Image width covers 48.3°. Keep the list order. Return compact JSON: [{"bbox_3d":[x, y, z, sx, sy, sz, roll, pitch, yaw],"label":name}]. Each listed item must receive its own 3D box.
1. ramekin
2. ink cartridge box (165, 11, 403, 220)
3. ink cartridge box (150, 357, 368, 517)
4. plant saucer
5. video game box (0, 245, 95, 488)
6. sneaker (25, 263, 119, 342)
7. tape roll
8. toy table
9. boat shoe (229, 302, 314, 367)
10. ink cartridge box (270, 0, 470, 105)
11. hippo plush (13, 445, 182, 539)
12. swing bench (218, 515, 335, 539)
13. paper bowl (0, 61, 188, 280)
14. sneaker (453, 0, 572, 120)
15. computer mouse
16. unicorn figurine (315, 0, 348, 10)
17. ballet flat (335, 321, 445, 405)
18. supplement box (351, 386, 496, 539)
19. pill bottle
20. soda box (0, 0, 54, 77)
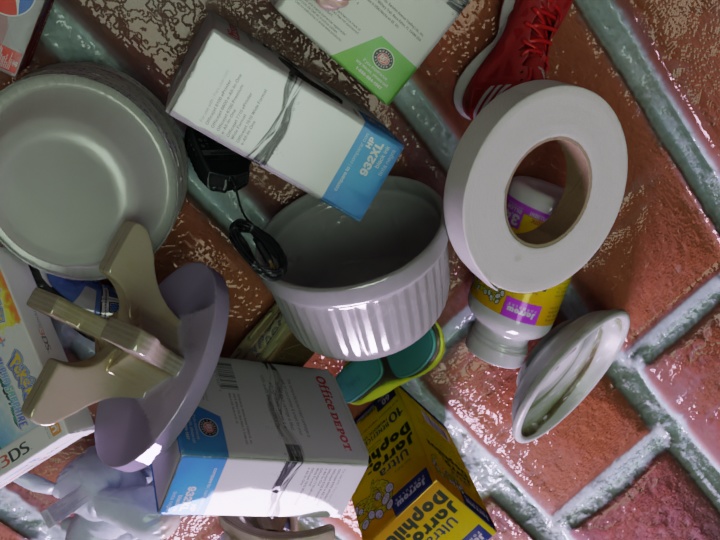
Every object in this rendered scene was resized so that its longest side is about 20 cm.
[{"bbox_3d":[0.000,0.000,0.819,0.196,0.201,0.107,-18,124,-4],"label":"ramekin"},{"bbox_3d":[-0.074,-0.148,0.758,0.198,0.146,0.084,28,105,-21],"label":"ink cartridge box"},{"bbox_3d":[-0.110,0.168,0.820,0.197,0.146,0.085,11,119,-28],"label":"ink cartridge box"},{"bbox_3d":[0.240,0.116,0.965,0.199,0.050,0.202,-33,147,-25],"label":"plant saucer"},{"bbox_3d":[-0.373,0.108,0.789,0.180,0.047,0.203,-31,78,14],"label":"video game box"},{"bbox_3d":[-0.266,0.042,0.856,0.199,0.075,0.078,40,74,-21],"label":"sneaker"},{"bbox_3d":[0.171,-0.078,0.772,0.199,0.037,0.207,-12,116,-25],"label":"tape roll"},{"bbox_3d":[-0.210,0.067,0.721,0.117,0.181,0.204,39,59,-46],"label":"toy table"},{"bbox_3d":[-0.119,0.111,0.918,0.200,0.063,0.073,-45,140,11],"label":"boat shoe"},{"bbox_3d":[0.029,-0.288,0.764,0.145,0.084,0.201,35,102,-23],"label":"ink cartridge box"},{"bbox_3d":[-0.263,0.275,0.886,0.199,0.158,0.163,-26,140,-47],"label":"hippo plush"},{"bbox_3d":[-0.098,0.326,0.927,0.127,0.201,0.203,-6,113,-9],"label":"swing bench"},{"bbox_3d":[-0.268,-0.086,0.759,0.196,0.105,0.205,-1,113,-1],"label":"paper bowl"},{"bbox_3d":[0.180,-0.223,0.800,0.077,0.116,0.202,17,112,-29],"label":"sneaker"},{"bbox_3d":[-0.124,-0.069,0.783,0.058,0.202,0.034,-5,147,-37],"label":"computer mouse"},{"bbox_3d":[-0.068,-0.295,0.684,0.138,0.200,0.074,-49,156,7],"label":"unicorn figurine"},{"bbox_3d":[0.044,0.096,0.898,0.066,0.068,0.200,-7,159,-38],"label":"ballet flat"},{"bbox_3d":[0.056,0.242,0.925,0.109,0.201,0.109,-44,114,8],"label":"supplement box"},{"bbox_3d":[0.183,0.005,0.906,0.102,0.105,0.204,11,109,-16],"label":"pill bottle"},{"bbox_3d":[-0.292,-0.280,0.707,0.063,0.070,0.202,23,105,-20],"label":"soda box"}]
